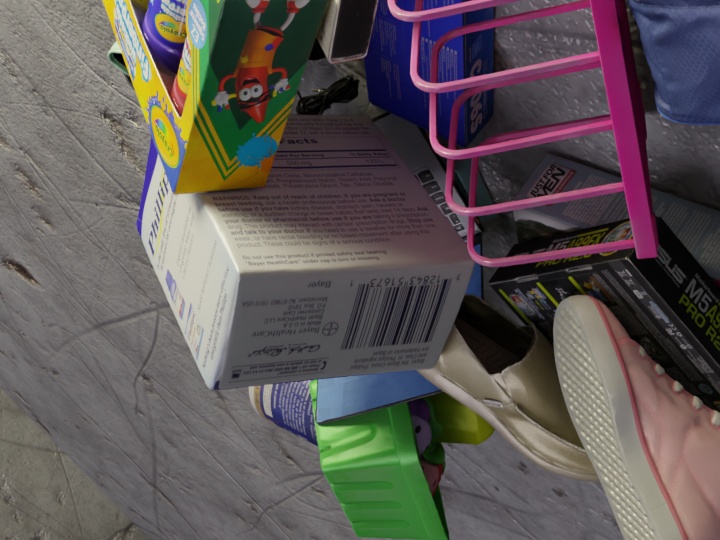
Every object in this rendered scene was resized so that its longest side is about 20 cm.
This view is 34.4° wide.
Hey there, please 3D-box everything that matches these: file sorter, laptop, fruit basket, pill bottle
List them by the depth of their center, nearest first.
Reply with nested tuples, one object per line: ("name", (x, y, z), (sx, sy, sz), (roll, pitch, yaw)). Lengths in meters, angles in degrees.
("file sorter", (0.101, -0.119, 0.700), (0.124, 0.140, 0.201), (-8, 133, 16))
("laptop", (0.000, 0.000, 0.980), (0.186, 0.116, 0.201), (-20, 112, 37))
("fruit basket", (0.067, 0.148, 1.088), (0.212, 0.157, 0.217), (-7, 144, -5))
("pill bottle", (-0.023, 0.149, 1.330), (0.198, 0.116, 0.116), (21, 147, 34))

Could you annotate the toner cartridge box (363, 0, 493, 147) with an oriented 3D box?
("toner cartridge box", (0.046, -0.186, 0.827), (0.094, 0.043, 0.201), (27, 150, 24))

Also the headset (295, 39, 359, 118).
("headset", (-0.037, -0.209, 0.890), (0.123, 0.093, 0.202), (34, 139, 38))

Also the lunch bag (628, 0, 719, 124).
("lunch bag", (0.220, -0.157, 0.540), (0.198, 0.136, 0.133), (8, 139, 45))

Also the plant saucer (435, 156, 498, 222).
("plant saucer", (0.032, -0.077, 1.035), (0.199, 0.019, 0.070), (11, 140, 47))

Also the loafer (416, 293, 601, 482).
("loafer", (0.125, 0.084, 0.859), (0.198, 0.076, 0.069), (29, 139, 12))

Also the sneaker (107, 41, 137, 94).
("sneaker", (-0.158, -0.218, 0.923), (0.073, 0.118, 0.202), (-23, 93, 48))

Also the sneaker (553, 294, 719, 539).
("sneaker", (0.208, 0.101, 0.793), (0.075, 0.103, 0.203), (140, 109, -74))

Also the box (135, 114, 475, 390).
("box", (-0.048, -0.022, 0.854), (0.201, 0.182, 0.106), (58, 140, 44))

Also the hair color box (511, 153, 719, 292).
("hair color box", (0.213, -0.005, 0.855), (0.198, 0.061, 0.100), (24, 150, 31))

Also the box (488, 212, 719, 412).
("box", (0.208, 0.054, 0.837), (0.200, 0.044, 0.160), (46, 156, -15))

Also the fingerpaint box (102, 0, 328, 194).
("fingerpaint box", (-0.107, -0.182, 0.773), (0.202, 0.072, 0.168), (66, 148, 31))

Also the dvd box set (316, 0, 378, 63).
("dvd box set", (-0.033, -0.250, 0.716), (0.147, 0.029, 0.201), (105, 147, -49))
